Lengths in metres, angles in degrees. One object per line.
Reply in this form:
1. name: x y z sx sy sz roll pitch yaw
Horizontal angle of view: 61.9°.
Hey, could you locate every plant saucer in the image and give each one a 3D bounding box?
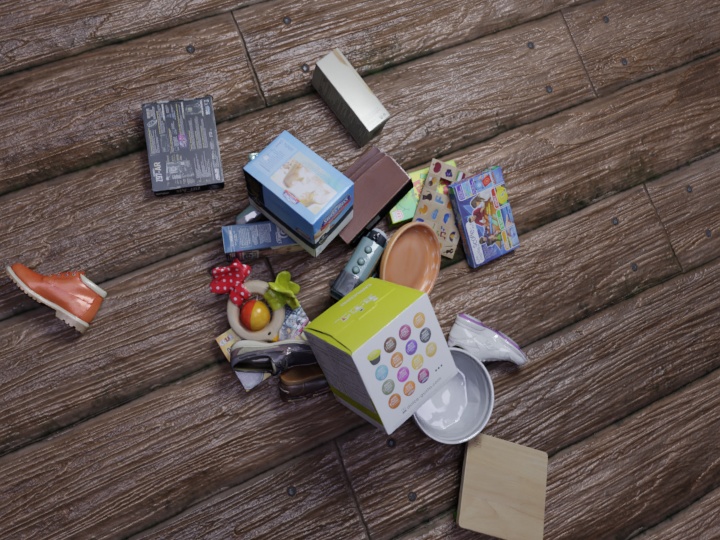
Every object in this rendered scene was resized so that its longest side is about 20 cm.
1. plant saucer: 0.108 -0.011 1.359 0.197 0.037 0.206 -16 114 -42

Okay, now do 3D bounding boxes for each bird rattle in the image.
1. bird rattle: -0.226 0.069 1.269 0.194 0.113 0.168 8 96 -6

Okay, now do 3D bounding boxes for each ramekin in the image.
1. ramekin: 0.190 0.276 1.344 0.194 0.105 0.206 2 82 -10

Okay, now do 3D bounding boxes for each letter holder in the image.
1. letter holder: 0.002 -0.177 1.349 0.200 0.101 0.142 -44 83 5

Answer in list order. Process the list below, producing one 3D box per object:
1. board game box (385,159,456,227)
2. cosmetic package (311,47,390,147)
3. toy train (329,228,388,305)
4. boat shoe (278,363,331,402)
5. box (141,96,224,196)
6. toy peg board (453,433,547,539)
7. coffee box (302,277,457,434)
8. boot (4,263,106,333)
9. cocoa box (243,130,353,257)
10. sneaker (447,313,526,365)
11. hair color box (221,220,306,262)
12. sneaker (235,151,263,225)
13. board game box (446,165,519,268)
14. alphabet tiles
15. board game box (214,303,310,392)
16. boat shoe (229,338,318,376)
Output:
1. board game box: 0.146 -0.183 1.435 0.195 0.048 0.104 -18 85 -13
2. cosmetic package: -0.025 -0.403 1.410 0.071 0.105 0.202 -38 91 -15
3. toy train: 0.000 0.000 1.341 0.084 0.114 0.202 31 77 8
4. boat shoe: -0.086 0.238 1.321 0.195 0.071 0.072 -7 119 -20
5. box: -0.398 -0.279 1.351 0.156 0.044 0.206 -10 83 -12
6. toy peg board: 0.304 0.494 1.350 0.195 0.098 0.204 17 63 -8
7. coffee box: 0.038 0.160 1.209 0.198 0.198 0.201 -35 116 -23
8. boot: -0.631 0.031 1.250 0.198 0.075 0.109 36 73 -12
9. cocoa box: -0.125 -0.158 1.239 0.199 0.132 0.134 38 67 16
10. sneaker: 0.292 0.181 1.406 0.196 0.075 0.101 28 96 -5
11. hair color box: -0.203 -0.068 1.326 0.194 0.100 0.062 -9 81 -11
12. sneaker: -0.234 -0.191 1.351 0.118 0.074 0.201 46 67 -8
13. board game box: 0.293 -0.127 1.424 0.133 0.034 0.205 -22 107 -13
14. alphabet tiles: 0.208 -0.139 1.418 0.163 0.008 0.205 16 97 -20
15. board game box: -0.202 0.153 1.325 0.197 0.035 0.137 -32 88 -13
16. boat shoe: -0.178 0.188 1.260 0.194 0.073 0.066 3 41 -6
